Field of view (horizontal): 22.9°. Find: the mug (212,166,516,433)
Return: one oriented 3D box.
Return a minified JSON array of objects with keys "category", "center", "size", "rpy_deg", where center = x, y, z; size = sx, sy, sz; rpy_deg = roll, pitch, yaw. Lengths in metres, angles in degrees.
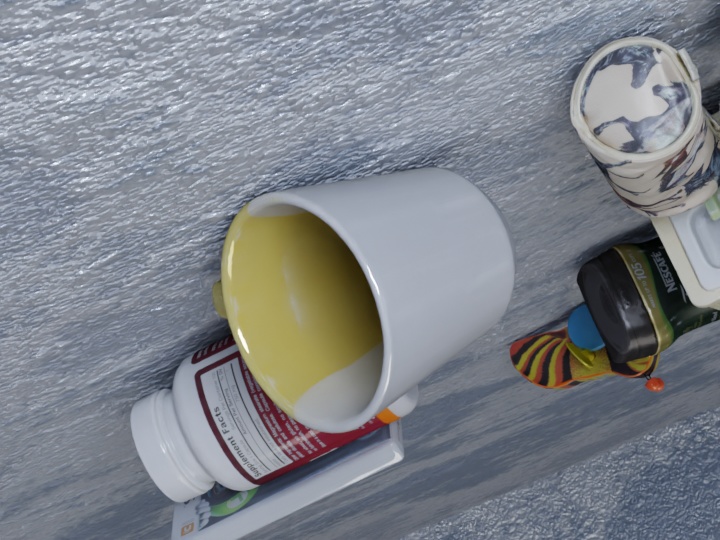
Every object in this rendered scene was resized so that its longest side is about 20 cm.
[{"category":"mug","center":[0.005,-0.004,1.118],"size":[0.153,0.186,0.150],"rpy_deg":[-22,136,-39]}]

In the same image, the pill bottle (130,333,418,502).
[{"category":"pill bottle","center":[-0.066,0.094,1.330],"size":[0.199,0.113,0.113],"rpy_deg":[-26,165,13]}]

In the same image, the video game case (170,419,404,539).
[{"category":"video game case","center":[-0.060,0.130,1.413],"size":[0.199,0.023,0.182],"rpy_deg":[-27,-151,13]}]

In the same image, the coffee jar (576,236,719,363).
[{"category":"coffee jar","center":[0.298,0.005,1.588],"size":[0.199,0.105,0.085],"rpy_deg":[-23,167,-5]}]

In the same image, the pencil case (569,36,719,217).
[{"category":"pencil case","center":[0.190,-0.090,1.143],"size":[0.089,0.078,0.200],"rpy_deg":[-38,163,7]}]

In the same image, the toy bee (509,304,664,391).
[{"category":"toy bee","center":[0.252,0.082,1.783],"size":[0.131,0.109,0.200],"rpy_deg":[-5,157,-46]}]

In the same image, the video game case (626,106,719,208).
[{"category":"video game case","center":[0.318,-0.107,1.396],"size":[0.199,0.019,0.143],"rpy_deg":[-15,163,-26]}]

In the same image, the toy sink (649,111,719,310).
[{"category":"toy sink","center":[0.292,-0.044,1.324],"size":[0.130,0.112,0.200],"rpy_deg":[-28,164,17]}]
